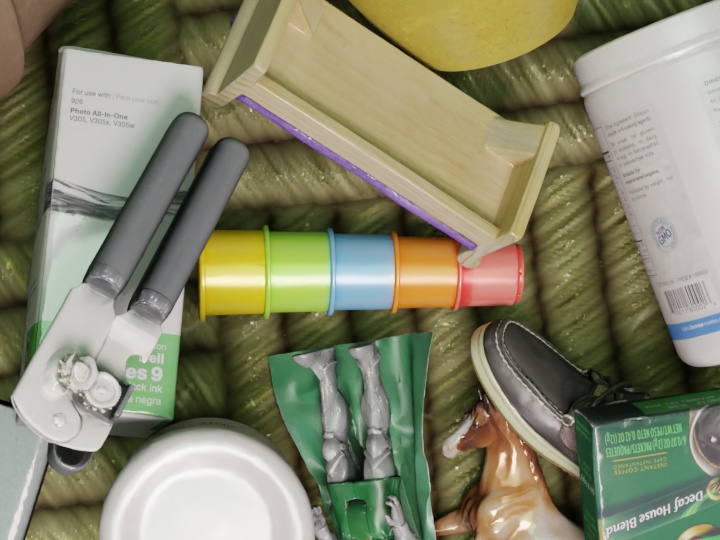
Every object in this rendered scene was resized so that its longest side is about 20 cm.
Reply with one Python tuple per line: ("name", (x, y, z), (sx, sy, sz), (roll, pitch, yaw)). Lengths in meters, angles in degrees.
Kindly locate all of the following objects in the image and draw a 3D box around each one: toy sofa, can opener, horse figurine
("toy sofa", (0.008, -0.085, 1.119), (0.199, 0.097, 0.083), (32, 62, -20))
("can opener", (-0.122, 0.008, 1.000), (0.052, 0.066, 0.201), (30, 66, -11))
("horse figurine", (0.105, 0.186, 1.176), (0.200, 0.050, 0.133), (42, 92, 0))

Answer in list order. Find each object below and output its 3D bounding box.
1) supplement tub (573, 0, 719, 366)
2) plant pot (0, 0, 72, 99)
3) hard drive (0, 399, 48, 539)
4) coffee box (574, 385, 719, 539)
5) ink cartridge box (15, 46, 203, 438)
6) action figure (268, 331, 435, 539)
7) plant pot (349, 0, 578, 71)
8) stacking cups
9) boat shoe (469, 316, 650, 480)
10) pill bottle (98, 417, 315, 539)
("supplement tub", (0.220, -0.055, 1.149), (0.131, 0.132, 0.201), (-20, 90, -4))
("plant pot", (-0.215, -0.211, 1.108), (0.174, 0.200, 0.201), (-35, 91, -22))
("hard drive", (-0.276, 0.165, 1.156), (0.139, 0.033, 0.201), (17, 87, -3))
("coffee box", (0.194, 0.172, 1.118), (0.122, 0.044, 0.201), (-7, 102, -9))
("ink cartridge box", (-0.145, -0.012, 1.099), (0.083, 0.146, 0.201), (6, 80, -11))
("action figure", (0.005, 0.144, 1.153), (0.118, 0.055, 0.201), (-10, 91, 34))
("plant pot", (0.060, -0.204, 1.129), (0.199, 0.200, 0.143), (-23, 118, -4))
("stacking cups", (0.000, 0.000, 1.166), (0.199, 0.061, 0.061), (-1, 88, -4))
("boat shoe", (0.153, 0.096, 1.161), (0.201, 0.072, 0.066), (46, 126, -7))
("pill bottle", (-0.086, 0.142, 1.087), (0.114, 0.200, 0.115), (0, 88, -4))
